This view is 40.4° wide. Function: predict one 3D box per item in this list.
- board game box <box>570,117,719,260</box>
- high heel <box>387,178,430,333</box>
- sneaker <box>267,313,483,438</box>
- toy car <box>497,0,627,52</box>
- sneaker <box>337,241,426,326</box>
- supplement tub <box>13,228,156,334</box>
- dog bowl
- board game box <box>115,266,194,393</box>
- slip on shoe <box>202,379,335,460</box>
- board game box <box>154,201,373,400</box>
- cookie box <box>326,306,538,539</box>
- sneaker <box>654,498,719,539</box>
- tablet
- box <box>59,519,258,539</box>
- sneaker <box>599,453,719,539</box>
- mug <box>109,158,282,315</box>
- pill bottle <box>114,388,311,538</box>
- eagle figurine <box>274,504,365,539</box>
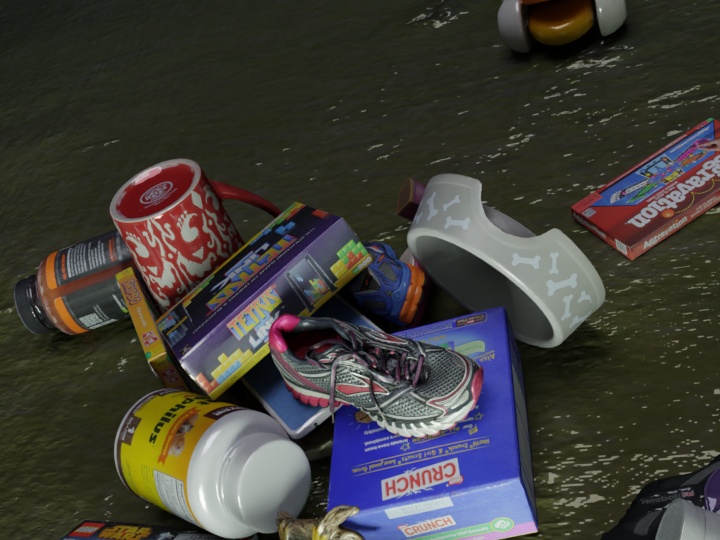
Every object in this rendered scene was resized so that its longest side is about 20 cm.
[{"bbox_3d":[0.334,-0.091,1.045,0.198,0.020,0.103,-32,39,-10],"label":"board game box"},{"bbox_3d":[0.081,-0.003,1.067,0.067,0.095,0.203,-45,32,47],"label":"high heel"},{"bbox_3d":[0.008,0.085,0.830,0.197,0.075,0.081,5,54,25],"label":"sneaker"},{"bbox_3d":[0.271,-0.405,1.347,0.172,0.151,0.202,-9,40,20],"label":"toy car"},{"bbox_3d":[0.000,0.000,1.020,0.076,0.078,0.200,-69,22,-2],"label":"sneaker"},{"bbox_3d":[-0.323,0.013,1.208,0.197,0.108,0.108,-19,37,6],"label":"supplement tub"},{"bbox_3d":[0.128,-0.003,0.916,0.199,0.200,0.059,24,70,44],"label":"dog bowl"},{"bbox_3d":[-0.222,0.083,1.076,0.030,0.096,0.201,-27,37,-6],"label":"board game box"},{"bbox_3d":[-0.091,0.128,0.980,0.198,0.061,0.076,20,55,43],"label":"slip on shoe"},{"bbox_3d":[-0.101,0.022,0.959,0.200,0.057,0.165,-42,18,-10],"label":"board game box"},{"bbox_3d":[0.062,0.143,0.865,0.169,0.076,0.202,-15,37,16],"label":"cookie box"},{"bbox_3d":[0.234,0.264,0.627,0.114,0.074,0.203,19,78,1],"label":"sneaker"},{"bbox_3d":[-0.058,0.076,0.954,0.130,0.014,0.200,-39,35,-11],"label":"tablet"},{"bbox_3d":[-0.201,0.270,0.843,0.197,0.041,0.137,-3,15,26],"label":"box"},{"bbox_3d":[0.222,0.205,0.728,0.197,0.077,0.088,-25,18,-2],"label":"sneaker"},{"bbox_3d":[-0.176,-0.026,1.096,0.132,0.202,0.178,4,45,33],"label":"mug"},{"bbox_3d":[-0.133,0.173,0.881,0.198,0.110,0.109,4,44,49],"label":"pill bottle"},{"bbox_3d":[-0.071,0.277,0.727,0.149,0.153,0.202,14,61,17],"label":"eagle figurine"}]
